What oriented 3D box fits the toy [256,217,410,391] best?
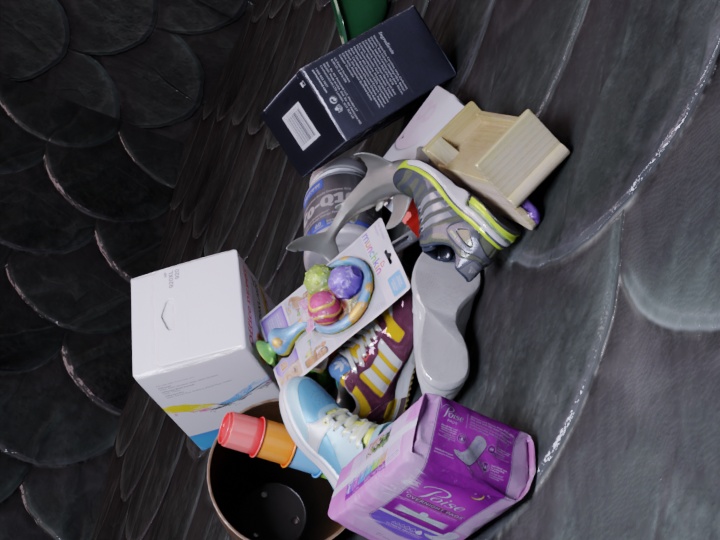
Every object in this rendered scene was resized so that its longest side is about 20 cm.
[{"bbox_3d":[-0.044,0.034,1.405,0.200,0.047,0.115,-43,45,22],"label":"toy"}]

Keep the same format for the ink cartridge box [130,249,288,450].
[{"bbox_3d":[-0.176,0.099,1.544,0.200,0.144,0.147,60,-164,-53],"label":"ink cartridge box"}]

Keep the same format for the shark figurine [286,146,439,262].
[{"bbox_3d":[0.007,-0.099,1.507,0.214,0.089,0.128,-29,42,27],"label":"shark figurine"}]

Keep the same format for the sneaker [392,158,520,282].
[{"bbox_3d":[0.085,-0.058,1.359,0.081,0.074,0.200,-52,37,3],"label":"sneaker"}]

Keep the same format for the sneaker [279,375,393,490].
[{"bbox_3d":[0.005,0.174,1.341,0.080,0.200,0.131,-27,-14,-48],"label":"sneaker"}]

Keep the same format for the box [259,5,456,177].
[{"bbox_3d":[-0.006,-0.245,1.740,0.200,0.118,0.197,-34,3,-23],"label":"box"}]

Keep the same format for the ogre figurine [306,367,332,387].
[{"bbox_3d":[-0.092,0.158,1.731,0.098,0.200,0.120,-28,11,8],"label":"ogre figurine"}]

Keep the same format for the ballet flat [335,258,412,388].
[{"bbox_3d":[0.024,0.068,1.544,0.068,0.068,0.200,-68,1,-56],"label":"ballet flat"}]

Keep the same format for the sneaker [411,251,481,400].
[{"bbox_3d":[0.085,0.061,1.362,0.089,0.075,0.200,99,180,-53],"label":"sneaker"}]

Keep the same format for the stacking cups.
[{"bbox_3d":[-0.063,0.206,1.425,0.061,0.200,0.061,-163,90,-75],"label":"stacking cups"}]

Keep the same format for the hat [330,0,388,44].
[{"bbox_3d":[0.042,-0.458,2.172,0.166,0.176,0.200,-106,1,-60],"label":"hat"}]

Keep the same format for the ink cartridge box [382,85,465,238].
[{"bbox_3d":[0.084,-0.137,1.546,0.163,0.057,0.200,-52,14,8],"label":"ink cartridge box"}]

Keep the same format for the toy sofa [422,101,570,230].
[{"bbox_3d":[0.150,-0.116,1.342,0.083,0.098,0.200,-46,16,-3],"label":"toy sofa"}]

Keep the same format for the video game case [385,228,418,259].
[{"bbox_3d":[0.000,0.000,1.559,0.200,0.017,0.143,-32,0,-25],"label":"video game case"}]

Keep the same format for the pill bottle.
[{"bbox_3d":[-0.024,-0.069,1.771,0.200,0.114,0.114,-94,28,-54],"label":"pill bottle"}]

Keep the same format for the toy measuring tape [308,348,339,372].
[{"bbox_3d":[-0.055,0.087,1.518,0.200,0.073,0.074,142,146,-81],"label":"toy measuring tape"}]

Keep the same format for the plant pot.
[{"bbox_3d":[-0.100,0.281,1.555,0.200,0.187,0.187,108,174,-62],"label":"plant pot"}]

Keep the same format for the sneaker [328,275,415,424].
[{"bbox_3d":[0.013,0.094,1.421,0.075,0.090,0.200,-135,46,-55],"label":"sneaker"}]

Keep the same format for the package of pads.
[{"bbox_3d":[0.063,0.198,1.165,0.200,0.120,0.076,-50,20,52],"label":"package of pads"}]
